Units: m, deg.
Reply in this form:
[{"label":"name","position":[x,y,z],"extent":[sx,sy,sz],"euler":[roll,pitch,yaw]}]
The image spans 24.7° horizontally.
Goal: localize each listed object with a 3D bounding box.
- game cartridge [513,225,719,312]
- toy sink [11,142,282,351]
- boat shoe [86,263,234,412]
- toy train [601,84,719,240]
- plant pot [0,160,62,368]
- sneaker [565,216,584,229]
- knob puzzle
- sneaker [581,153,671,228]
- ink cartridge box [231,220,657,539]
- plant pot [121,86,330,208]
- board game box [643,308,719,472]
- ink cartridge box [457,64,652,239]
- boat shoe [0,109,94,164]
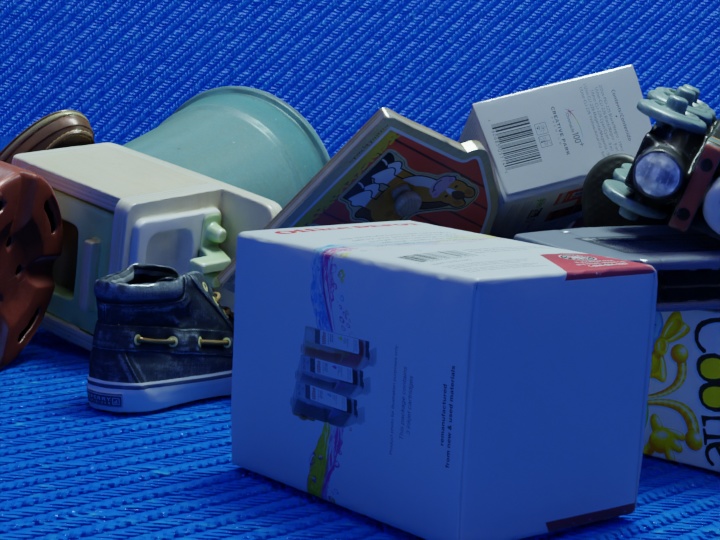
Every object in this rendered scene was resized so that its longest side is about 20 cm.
[{"label":"game cartridge","position":[0.206,-0.004,1.058],"extent":[0.200,0.042,0.133],"euler":[-2,6,-23]},{"label":"toy sink","position":[-0.173,-0.008,1.261],"extent":[0.200,0.131,0.112],"euler":[22,22,36]},{"label":"boat shoe","position":[-0.111,0.039,1.153],"extent":[0.071,0.091,0.200],"euler":[9,10,31]},{"label":"toy train","position":[0.229,-0.067,1.077],"extent":[0.114,0.085,0.200],"euler":[24,16,10]},{"label":"plant pot","position":[-0.336,-0.020,1.192],"extent":[0.195,0.201,0.201],"euler":[15,12,16]},{"label":"sneaker","position":[0.219,0.030,1.291],"extent":[0.200,0.090,0.075],"euler":[44,9,-26]},{"label":"knob puzzle","position":[0.023,-0.017,1.188],"extent":[0.219,0.220,0.030],"euler":[-2,46,-33]},{"label":"sneaker","position":[0.229,0.010,1.209],"extent":[0.067,0.202,0.108],"euler":[-29,-9,19]},{"label":"ink cartridge box","position":[0.041,0.055,0.930],"extent":[0.145,0.145,0.200],"euler":[-5,12,-40]},{"label":"plant pot","position":[-0.149,-0.049,1.443],"extent":[0.200,0.201,0.196],"euler":[7,17,23]},{"label":"board game box","position":[0.223,0.065,1.071],"extent":[0.200,0.105,0.103],"euler":[10,11,40]},{"label":"ink cartridge box","position":[0.168,-0.082,1.315],"extent":[0.175,0.084,0.200],"euler":[-14,-14,-9]},{"label":"boat shoe","position":[-0.279,-0.042,1.350],"extent":[0.072,0.200,0.068],"euler":[18,27,-55]}]
